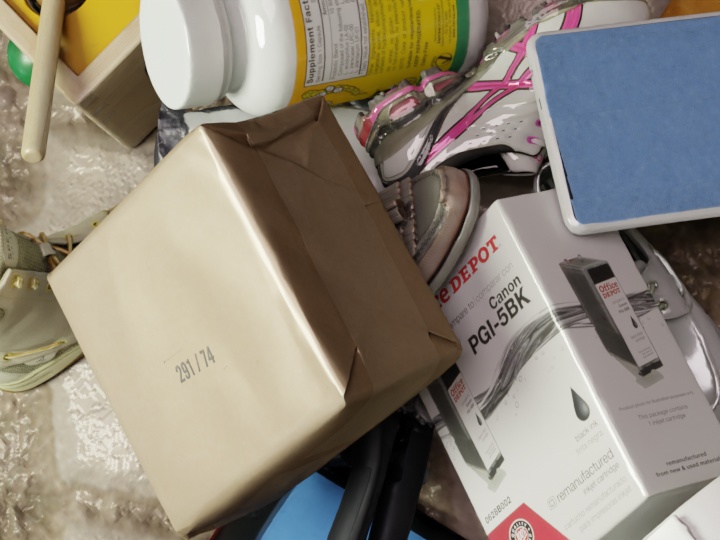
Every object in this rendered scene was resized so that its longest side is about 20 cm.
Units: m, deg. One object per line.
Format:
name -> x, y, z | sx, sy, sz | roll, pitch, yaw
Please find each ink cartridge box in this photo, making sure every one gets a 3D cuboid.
ink cartridge box -> 0.115, 0.072, 1.377 | 0.147, 0.083, 0.200 | -49, 60, 46

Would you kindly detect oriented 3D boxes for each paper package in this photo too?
paper package -> -0.068, 0.027, 1.374 | 0.200, 0.103, 0.191 | -39, 76, 45

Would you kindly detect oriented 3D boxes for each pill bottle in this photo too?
pill bottle -> -0.031, -0.158, 1.457 | 0.199, 0.113, 0.113 | -12, 69, -24

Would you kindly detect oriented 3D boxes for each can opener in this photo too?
can opener -> 0.010, 0.138, 1.422 | 0.079, 0.063, 0.201 | -36, 36, 48

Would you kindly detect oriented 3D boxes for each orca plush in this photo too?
orca plush -> -0.034, -0.058, 1.494 | 0.199, 0.071, 0.105 | -4, 53, -15

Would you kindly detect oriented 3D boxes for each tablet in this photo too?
tablet -> 0.205, -0.092, 1.380 | 0.199, 0.014, 0.131 | -7, 70, -10

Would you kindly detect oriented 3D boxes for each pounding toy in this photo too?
pounding toy -> -0.176, -0.179, 1.533 | 0.200, 0.142, 0.184 | -45, 68, 0

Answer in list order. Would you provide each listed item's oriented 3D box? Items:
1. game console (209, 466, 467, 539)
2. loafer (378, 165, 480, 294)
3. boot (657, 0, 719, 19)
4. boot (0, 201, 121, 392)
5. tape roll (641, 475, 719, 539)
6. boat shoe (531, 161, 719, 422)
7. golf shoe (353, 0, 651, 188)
game console -> -0.029, 0.210, 1.405 | 0.200, 0.172, 0.119 | 29, 111, 21
loafer -> 0.000, 0.000, 1.405 | 0.063, 0.200, 0.072 | 17, 52, -22
boot -> 0.262, -0.109, 1.428 | 0.144, 0.071, 0.201 | -42, 65, 2
boot -> -0.191, -0.007, 1.483 | 0.200, 0.155, 0.072 | -37, 66, 5
tape roll -> 0.219, 0.167, 1.296 | 0.202, 0.202, 0.071 | -38, 69, 3
boat shoe -> 0.160, 0.019, 1.424 | 0.073, 0.067, 0.200 | -38, 69, 4
golf shoe -> 0.101, -0.102, 1.444 | 0.200, 0.073, 0.092 | -31, 71, 0
